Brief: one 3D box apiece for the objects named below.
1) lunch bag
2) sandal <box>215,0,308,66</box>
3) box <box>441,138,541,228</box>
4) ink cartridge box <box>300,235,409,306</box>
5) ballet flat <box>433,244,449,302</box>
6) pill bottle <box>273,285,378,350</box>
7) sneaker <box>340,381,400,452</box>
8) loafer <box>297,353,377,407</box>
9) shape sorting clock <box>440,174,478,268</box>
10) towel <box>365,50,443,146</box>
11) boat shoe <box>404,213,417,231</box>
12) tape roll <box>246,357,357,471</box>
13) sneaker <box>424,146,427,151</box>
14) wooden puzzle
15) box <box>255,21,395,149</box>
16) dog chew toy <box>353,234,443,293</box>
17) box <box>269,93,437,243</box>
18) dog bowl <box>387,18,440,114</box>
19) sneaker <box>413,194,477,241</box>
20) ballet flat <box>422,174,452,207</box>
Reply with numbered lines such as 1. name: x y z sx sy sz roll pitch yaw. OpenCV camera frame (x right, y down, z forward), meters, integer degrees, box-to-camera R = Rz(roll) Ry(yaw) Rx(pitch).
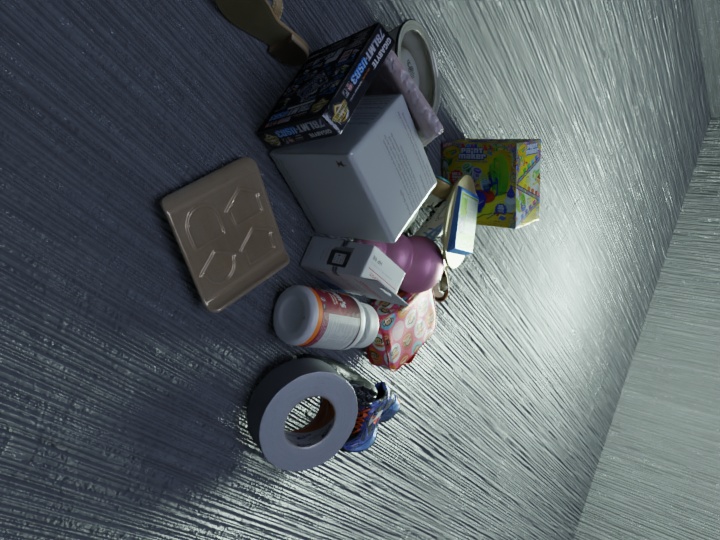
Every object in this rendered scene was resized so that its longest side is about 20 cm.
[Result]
1. lunch bag: 0.094 0.127 1.358 0.200 0.082 0.177 -36 124 -39
2. sandal: -0.156 -0.420 0.978 0.212 0.077 0.070 32 54 -53
3. box: 0.308 -0.212 1.439 0.122 0.200 0.193 -19 112 -45
4. ink cartridge box: 0.000 0.000 1.133 0.116 0.200 0.067 39 69 -46
5. ballet flat: 0.174 0.010 1.403 0.200 0.070 0.065 58 24 -52
6. pill bottle: -0.060 0.095 1.155 0.200 0.109 0.110 14 87 -49
7. sneaker: 0.009 0.317 1.323 0.200 0.075 0.079 -43 120 -44
8. loafer: -0.054 0.217 1.226 0.200 0.070 0.068 31 94 -31
9. shape sorting clock: 0.210 -0.103 1.293 0.200 0.039 0.201 -26 119 -61
10. towel: 0.057 -0.306 1.098 0.032 0.191 0.200 -37 95 -14
11. boat shoe: 0.084 -0.144 1.259 0.072 0.061 0.201 -29 157 -29
12. tape roll: -0.106 0.268 1.129 0.200 0.066 0.201 -10 111 -27
13. sneaker: 0.076 -0.245 1.266 0.199 0.076 0.115 35 70 -50
14. wooden puzzle: -0.219 -0.061 0.993 0.185 0.046 0.201 -38 120 -38
15. box: -0.061 -0.297 0.999 0.050 0.200 0.199 40 67 -33
16. dog chew toy: 0.074 -0.025 1.269 0.199 0.124 0.125 16 86 -25
17. box: -0.008 -0.182 1.086 0.172 0.199 0.199 -54 134 -29
18. dog bowl: 0.089 -0.390 1.217 0.200 0.074 0.201 9 80 -58
19. sneaker: 0.180 -0.123 1.390 0.200 0.072 0.073 -42 100 -3
20. ballet flat: 0.157 -0.165 1.314 0.063 0.068 0.200 -64 180 4
